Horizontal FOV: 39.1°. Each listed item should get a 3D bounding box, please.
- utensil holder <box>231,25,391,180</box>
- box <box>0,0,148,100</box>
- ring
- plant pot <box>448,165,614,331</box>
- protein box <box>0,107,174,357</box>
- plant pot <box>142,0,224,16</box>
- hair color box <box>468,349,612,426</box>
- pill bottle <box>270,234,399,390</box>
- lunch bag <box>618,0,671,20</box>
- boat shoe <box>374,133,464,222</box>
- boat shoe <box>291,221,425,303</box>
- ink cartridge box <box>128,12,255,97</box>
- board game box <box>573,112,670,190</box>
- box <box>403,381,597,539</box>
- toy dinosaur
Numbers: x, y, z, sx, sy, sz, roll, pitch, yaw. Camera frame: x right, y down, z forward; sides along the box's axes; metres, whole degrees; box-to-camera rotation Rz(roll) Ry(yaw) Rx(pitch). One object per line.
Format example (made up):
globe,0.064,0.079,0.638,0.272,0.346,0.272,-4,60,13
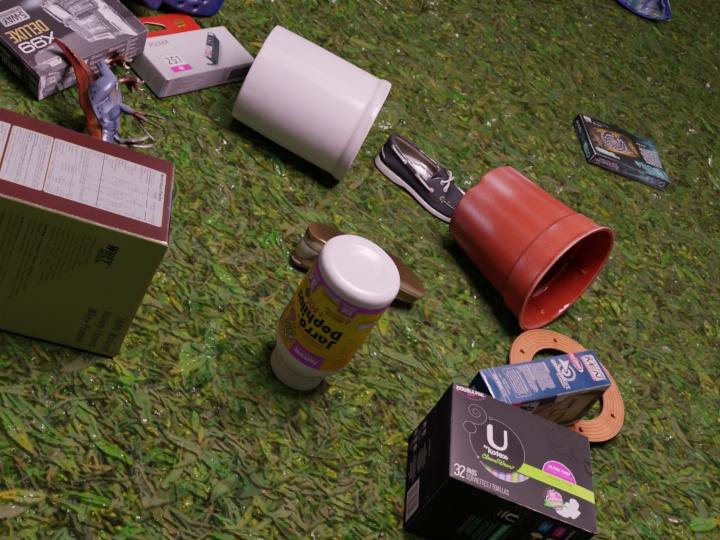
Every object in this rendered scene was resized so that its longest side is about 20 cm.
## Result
utensil holder,-0.076,-0.261,1.566,0.199,0.171,0.171,29,38,-5
box,-0.434,-0.347,1.464,0.158,0.050,0.200,44,51,12
ring,0.304,0.172,1.506,0.199,0.019,0.202,19,42,-18
plant pot,0.253,-0.046,1.573,0.200,0.202,0.195,-14,50,-44
protein box,-0.332,-0.037,1.120,0.198,0.199,0.136,17,41,-21
plant pot,-0.313,-0.549,1.659,0.200,0.200,0.179,47,35,14
hair color box,0.231,0.172,1.369,0.198,0.100,0.061,-7,53,-30
pill bottle,-0.039,0.058,1.230,0.103,0.201,0.105,19,41,-17
lunch bag,0.759,-0.777,2.750,0.199,0.127,0.171,34,34,-21
boat shoe,0.116,-0.148,1.671,0.199,0.061,0.076,33,38,-2
boat shoe,0.000,0.001,1.445,0.199,0.063,0.073,24,26,-23
ink cartridge box,-0.292,-0.361,1.617,0.174,0.044,0.199,48,40,15
board game box,0.542,-0.247,2.106,0.198,0.028,0.136,17,42,-22
box,0.168,0.258,1.234,0.198,0.125,0.149,22,40,-13
toy dinosaur,-0.348,-0.198,1.370,0.198,0.105,0.183,14,62,7
